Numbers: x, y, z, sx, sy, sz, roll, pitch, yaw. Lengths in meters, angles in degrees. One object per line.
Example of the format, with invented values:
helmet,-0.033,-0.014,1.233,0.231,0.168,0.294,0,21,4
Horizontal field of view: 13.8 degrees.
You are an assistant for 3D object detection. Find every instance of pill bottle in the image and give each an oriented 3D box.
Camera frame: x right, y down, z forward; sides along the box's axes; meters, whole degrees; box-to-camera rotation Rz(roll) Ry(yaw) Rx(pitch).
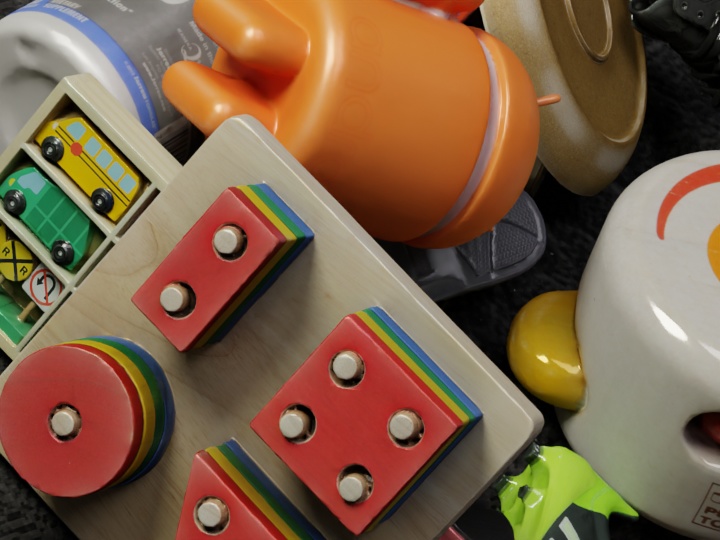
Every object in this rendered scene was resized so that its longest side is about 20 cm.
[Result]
pill bottle,-0.094,-0.113,1.515,0.114,0.114,0.200,46,48,10

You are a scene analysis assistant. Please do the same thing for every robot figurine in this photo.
robot figurine,0.003,-0.075,1.442,0.199,0.116,0.145,16,66,-33

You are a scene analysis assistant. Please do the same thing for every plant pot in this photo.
plant pot,0.111,-0.141,1.585,0.200,0.027,0.201,42,41,-51

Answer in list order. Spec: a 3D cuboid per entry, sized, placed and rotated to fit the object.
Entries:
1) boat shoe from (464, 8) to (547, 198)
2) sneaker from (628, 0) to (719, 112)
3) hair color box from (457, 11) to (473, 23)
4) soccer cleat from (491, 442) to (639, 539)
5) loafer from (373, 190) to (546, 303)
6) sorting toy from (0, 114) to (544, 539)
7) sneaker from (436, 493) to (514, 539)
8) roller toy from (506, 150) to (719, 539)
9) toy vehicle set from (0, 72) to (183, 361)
boat shoe,0.075,-0.126,1.641,0.067,0.072,0.201,15,47,-9
sneaker,0.188,-0.133,1.629,0.104,0.060,0.201,-1,82,-30
hair color box,-0.011,-0.219,1.601,0.064,0.111,0.200,-44,103,-2
soccer cleat,0.091,0.170,1.435,0.081,0.068,0.201,33,46,-14
loafer,0.000,0.000,1.525,0.199,0.063,0.072,-10,78,-28
sorting toy,-0.058,0.070,1.334,0.200,0.199,0.070,46,16,10
sneaker,-0.014,0.104,1.424,0.074,0.087,0.200,17,21,-47
roller toy,0.194,0.045,1.530,0.199,0.140,0.182,-26,60,-36
toy vehicle set,-0.103,0.020,1.404,0.200,0.124,0.026,45,23,10
